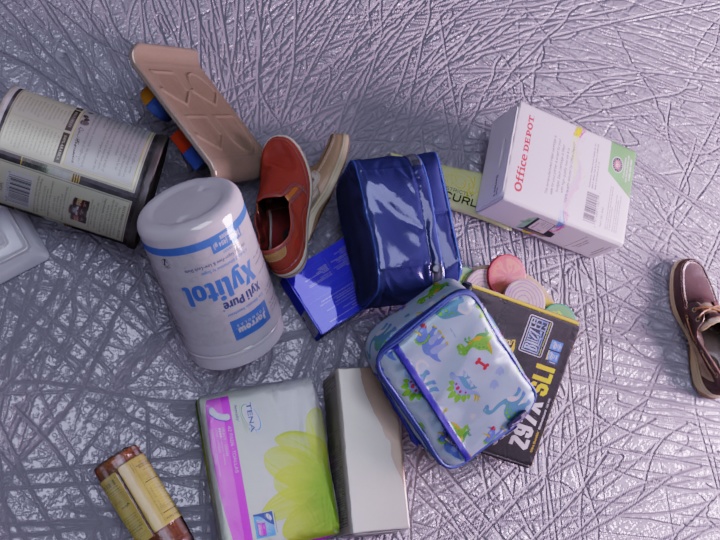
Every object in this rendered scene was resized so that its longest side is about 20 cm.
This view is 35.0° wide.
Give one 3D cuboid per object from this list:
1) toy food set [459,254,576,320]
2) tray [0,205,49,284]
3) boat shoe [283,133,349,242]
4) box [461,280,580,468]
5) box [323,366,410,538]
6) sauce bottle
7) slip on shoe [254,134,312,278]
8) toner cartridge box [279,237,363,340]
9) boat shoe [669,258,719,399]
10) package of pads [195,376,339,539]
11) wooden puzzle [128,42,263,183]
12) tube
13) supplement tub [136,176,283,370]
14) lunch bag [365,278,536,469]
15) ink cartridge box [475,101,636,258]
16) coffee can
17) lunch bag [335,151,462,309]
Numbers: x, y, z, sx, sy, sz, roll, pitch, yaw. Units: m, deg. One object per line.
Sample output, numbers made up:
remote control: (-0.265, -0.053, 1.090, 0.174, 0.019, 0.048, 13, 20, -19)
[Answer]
toy food set: (0.187, 0.081, 1.538, 0.199, 0.049, 0.199, 34, 70, -2)
tray: (-0.498, -0.017, 1.415, 0.198, 0.022, 0.108, -30, 84, -19)
boat shoe: (-0.073, -0.103, 1.515, 0.064, 0.071, 0.202, 26, 71, -6)
box: (0.176, 0.134, 1.473, 0.158, 0.049, 0.203, 19, 93, -12)
box: (0.005, 0.228, 1.429, 0.076, 0.095, 0.203, -2, 76, -14)
sauce bottle: (-0.243, 0.307, 1.362, 0.065, 0.066, 0.202, -29, 84, -19)
slip on shoe: (-0.102, -0.091, 1.455, 0.073, 0.061, 0.203, -15, 60, 22)
toner cartridge box: (0.000, 0.000, 1.518, 0.199, 0.043, 0.096, -31, 85, -19)
boat shoe: (0.488, 0.075, 1.600, 0.071, 0.072, 0.203, -3, 75, -14)
package of pads: (-0.112, 0.241, 1.409, 0.152, 0.068, 0.203, -9, 77, -15)
wooden puzzle: (-0.210, -0.195, 1.474, 0.046, 0.185, 0.201, -35, 86, 19)
tube: (0.126, -0.116, 1.581, 0.197, 0.052, 0.059, 14, 115, -16)
supplement tub: (-0.178, 0.003, 1.379, 0.131, 0.132, 0.202, -30, 123, -20)
lunch bag: (0.107, 0.128, 1.385, 0.160, 0.082, 0.201, -34, 110, -6)
ink cartridge box: (0.271, -0.123, 1.581, 0.198, 0.084, 0.147, 19, 71, -19)
coffee can: (-0.352, -0.127, 1.414, 0.197, 0.146, 0.148, 18, 71, -8)
lunch bag: (0.057, -0.045, 1.449, 0.130, 0.136, 0.203, -9, 80, -15)
